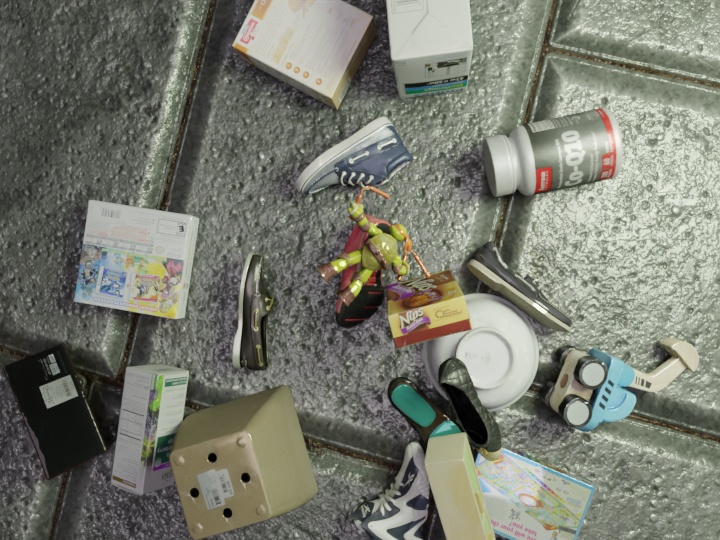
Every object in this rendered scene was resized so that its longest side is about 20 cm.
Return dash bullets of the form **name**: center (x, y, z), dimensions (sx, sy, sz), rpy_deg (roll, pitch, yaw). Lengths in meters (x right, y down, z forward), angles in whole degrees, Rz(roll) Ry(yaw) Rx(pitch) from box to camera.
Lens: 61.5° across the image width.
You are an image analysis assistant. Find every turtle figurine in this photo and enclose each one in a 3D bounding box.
- **turtle figurine**: center (0.023, -0.017, 0.948), dimensions (0.161, 0.064, 0.201), rpy_deg (-40, 122, -1)

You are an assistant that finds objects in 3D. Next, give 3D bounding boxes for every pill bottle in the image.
- **pill bottle**: center (0.306, -0.186, 0.982), dimensions (0.197, 0.114, 0.116), rpy_deg (-12, 87, 5)

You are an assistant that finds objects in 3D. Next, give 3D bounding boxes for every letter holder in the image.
- **letter holder**: center (-0.535, 0.250, 1.073), dimensions (0.100, 0.142, 0.202), rpy_deg (-22, 85, -27)

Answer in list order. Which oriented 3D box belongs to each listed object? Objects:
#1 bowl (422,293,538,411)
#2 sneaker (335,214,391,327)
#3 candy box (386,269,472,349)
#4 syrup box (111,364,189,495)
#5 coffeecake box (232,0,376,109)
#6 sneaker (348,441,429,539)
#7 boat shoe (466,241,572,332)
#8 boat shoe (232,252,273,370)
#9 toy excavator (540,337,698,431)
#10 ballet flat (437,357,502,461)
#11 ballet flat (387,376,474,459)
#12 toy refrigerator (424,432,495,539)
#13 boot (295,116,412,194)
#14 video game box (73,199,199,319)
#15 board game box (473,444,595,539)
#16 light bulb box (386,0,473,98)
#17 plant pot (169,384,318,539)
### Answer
- **bowl**: center (0.202, 0.139, 0.997), dimensions (0.198, 0.090, 0.205), rpy_deg (0, 88, 5)
- **sneaker**: center (0.000, 0.000, 1.039), dimensions (0.073, 0.087, 0.203), rpy_deg (8, 110, -31)
- **candy box**: center (0.102, 0.055, 0.951), dimensions (0.115, 0.200, 0.057), rpy_deg (-15, 102, 5)
- **syrup box**: center (-0.362, 0.270, 1.044), dimensions (0.080, 0.078, 0.203), rpy_deg (6, 88, 27)
- **coffeecake box**: center (-0.095, -0.400, 1.048), dimensions (0.198, 0.073, 0.155), rpy_deg (29, 92, 6)
- **sneaker**: center (0.045, 0.386, 1.010), dimensions (0.127, 0.080, 0.203), rpy_deg (2, 99, -3)
- **boat shoe**: center (0.273, 0.026, 1.002), dimensions (0.199, 0.073, 0.063), rpy_deg (36, 82, 9)
- **boat shoe**: center (-0.179, 0.072, 1.049), dimensions (0.060, 0.072, 0.205), rpy_deg (7, 96, 2)
- **toy excavator**: center (0.422, 0.179, 0.982), dimensions (0.198, 0.100, 0.197), rpy_deg (22, 93, -7)
- **ballet flat**: center (0.167, 0.227, 0.954), dimensions (0.066, 0.057, 0.202), rpy_deg (-10, 117, 43)
- **ballet flat**: center (0.120, 0.252, 1.009), dimensions (0.068, 0.068, 0.201), rpy_deg (-37, 95, 3)
- **toy refrigerator**: center (0.162, 0.366, 0.952), dimensions (0.069, 0.076, 0.203), rpy_deg (-13, 102, 16)
- **boot**: center (-0.011, -0.170, 1.033), dimensions (0.199, 0.073, 0.091), rpy_deg (-35, 80, 3)
- **video game box**: center (-0.399, -0.019, 1.083), dimensions (0.197, 0.047, 0.185), rpy_deg (9, 88, 6)
- **board game box**: center (0.271, 0.380, 1.011), dimensions (0.198, 0.034, 0.136), rpy_deg (22, 90, 6)
- **light bulb box**: center (0.107, -0.403, 0.964), dimensions (0.123, 0.200, 0.202), rpy_deg (-4, 88, 7)
- **plant pot**: center (-0.200, 0.323, 0.989), dimensions (0.197, 0.177, 0.203), rpy_deg (-17, 87, 4)
